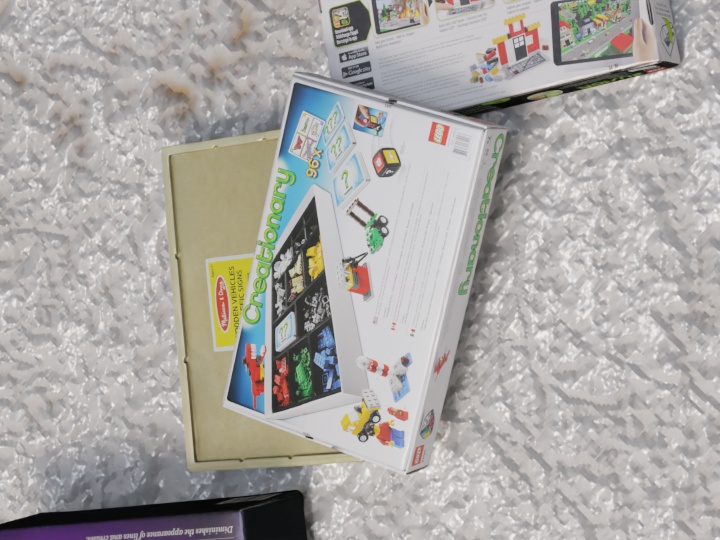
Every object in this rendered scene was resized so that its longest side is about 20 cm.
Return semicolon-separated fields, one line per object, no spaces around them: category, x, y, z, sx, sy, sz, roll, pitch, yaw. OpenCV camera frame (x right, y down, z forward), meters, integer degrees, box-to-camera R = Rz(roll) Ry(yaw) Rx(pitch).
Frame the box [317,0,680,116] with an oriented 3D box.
box;0.073;-0.147;1.090;0.199;0.035;0.111;-11;86;28

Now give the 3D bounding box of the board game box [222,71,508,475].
board game box;0.000;0.000;1.097;0.126;0.035;0.201;18;102;25

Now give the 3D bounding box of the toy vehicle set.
toy vehicle set;-0.054;0.018;1.165;0.124;0.026;0.202;-5;89;28

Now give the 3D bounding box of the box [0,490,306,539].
box;-0.129;0.216;1.175;0.199;0.079;0.142;-9;90;27
